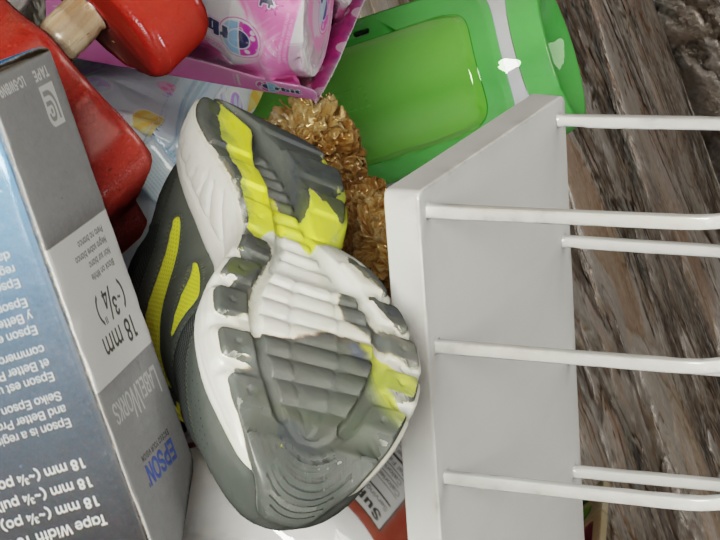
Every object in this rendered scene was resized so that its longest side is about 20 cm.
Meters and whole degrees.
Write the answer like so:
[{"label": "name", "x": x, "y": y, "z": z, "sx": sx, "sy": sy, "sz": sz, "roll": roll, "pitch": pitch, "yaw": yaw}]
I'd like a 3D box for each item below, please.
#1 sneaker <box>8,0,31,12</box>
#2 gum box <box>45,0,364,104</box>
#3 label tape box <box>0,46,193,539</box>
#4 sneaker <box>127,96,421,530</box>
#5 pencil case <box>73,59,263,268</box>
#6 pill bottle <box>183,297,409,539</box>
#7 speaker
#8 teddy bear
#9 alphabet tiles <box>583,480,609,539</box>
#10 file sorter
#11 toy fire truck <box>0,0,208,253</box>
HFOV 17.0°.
[{"label": "sneaker", "x": -0.134, "y": -0.165, "z": 1.024, "sx": 0.130, "sy": 0.079, "sz": 0.200, "roll": 39, "pitch": 27, "yaw": -49}, {"label": "gum box", "x": -0.049, "y": -0.150, "z": 0.999, "sx": 0.200, "sy": 0.113, "sz": 0.066, "roll": -68, "pitch": 167, "yaw": -53}, {"label": "label tape box", "x": -0.131, "y": 0.053, "z": 0.710, "sx": 0.063, "sy": 0.143, "sz": 0.201, "roll": -51, "pitch": 124, "yaw": -73}, {"label": "sneaker", "x": -0.035, "y": 0.027, "z": 0.785, "sx": 0.074, "sy": 0.085, "sz": 0.200, "roll": 21, "pitch": 28, "yaw": -19}, {"label": "pencil case", "x": -0.094, "y": -0.062, "z": 1.042, "sx": 0.200, "sy": 0.090, "sz": 0.084, "roll": -69, "pitch": 141, "yaw": -63}, {"label": "pill bottle", "x": -0.023, "y": 0.097, "z": 0.864, "sx": 0.200, "sy": 0.112, "sz": 0.113, "roll": -45, "pitch": 118, "yaw": -55}, {"label": "speaker", "x": 0.006, "y": -0.079, "z": 1.192, "sx": 0.088, "sy": 0.199, "sz": 0.089, "roll": -16, "pitch": 90, "yaw": -74}, {"label": "teddy bear", "x": 0.000, "y": 0.000, "z": 0.984, "sx": 0.200, "sy": 0.067, "sz": 0.145, "roll": 33, "pitch": -28, "yaw": 35}, {"label": "alphabet tiles", "x": 0.061, "y": 0.186, "z": 1.201, "sx": 0.006, "sy": 0.166, "sz": 0.200, "roll": 43, "pitch": 21, "yaw": -11}, {"label": "file sorter", "x": 0.096, "y": 0.054, "z": 0.837, "sx": 0.139, "sy": 0.124, "sz": 0.201, "roll": -34, "pitch": 124, "yaw": -59}, {"label": "toy fire truck", "x": -0.148, "y": -0.085, "z": 0.817, "sx": 0.200, "sy": 0.112, "sz": 0.168, "roll": 44, "pitch": -14, "yaw": -1}]
